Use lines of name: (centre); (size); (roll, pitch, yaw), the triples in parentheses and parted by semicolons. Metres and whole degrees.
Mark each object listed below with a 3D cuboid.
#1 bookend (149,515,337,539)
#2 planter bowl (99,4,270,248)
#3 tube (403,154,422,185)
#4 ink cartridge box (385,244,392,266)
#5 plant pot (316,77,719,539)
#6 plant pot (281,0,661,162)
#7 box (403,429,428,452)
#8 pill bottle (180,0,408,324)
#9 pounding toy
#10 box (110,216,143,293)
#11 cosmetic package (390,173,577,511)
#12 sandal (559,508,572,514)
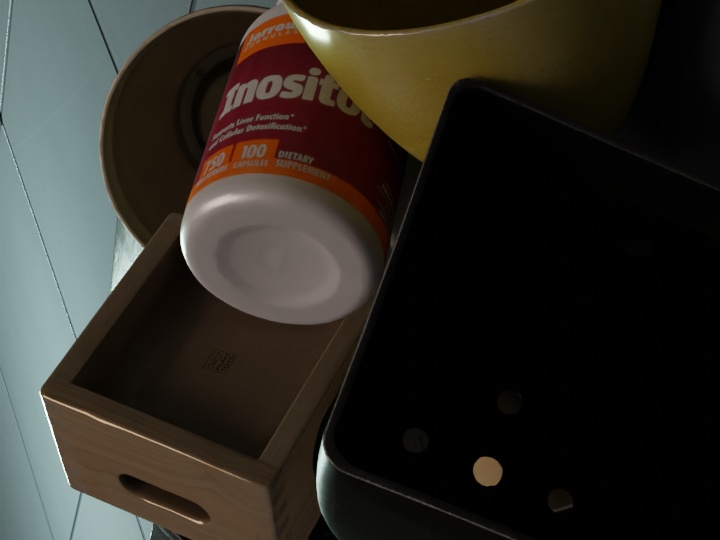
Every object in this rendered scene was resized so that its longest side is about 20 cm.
bookend: (-0.066, 0.233, 1.077); (0.092, 0.199, 0.200); (36, 124, 36)
planter bowl: (-0.085, -0.102, 1.128); (0.135, 0.198, 0.202); (-95, 2, -73)
tube: (0.028, 0.002, 1.071); (0.058, 0.051, 0.202); (-65, -26, -61)
ink cartridge box: (0.000, 0.000, 1.008); (0.109, 0.050, 0.201); (35, 160, 39)
plant pot: (0.085, 0.069, 0.723); (0.178, 0.198, 0.201); (116, 176, -60)
plant pot: (0.072, -0.125, 0.789); (0.200, 0.199, 0.143); (47, 165, 49)
box: (0.011, 0.209, 0.943); (0.156, 0.041, 0.202); (-98, 22, -76)
pill bottle: (-0.027, -0.079, 0.870); (0.113, 0.112, 0.201); (114, 171, -51)
pounding toy: (-0.069, 0.103, 0.940); (0.198, 0.185, 0.143); (19, 144, 18)
box: (-0.181, 0.001, 1.485); (0.201, 0.078, 0.142); (104, 148, -42)
cosmetic package: (0.092, 0.038, 0.879); (0.071, 0.104, 0.202); (-36, 69, 65)
sandal: (0.149, 0.161, 0.847); (0.054, 0.080, 0.200); (61, 156, 0)
